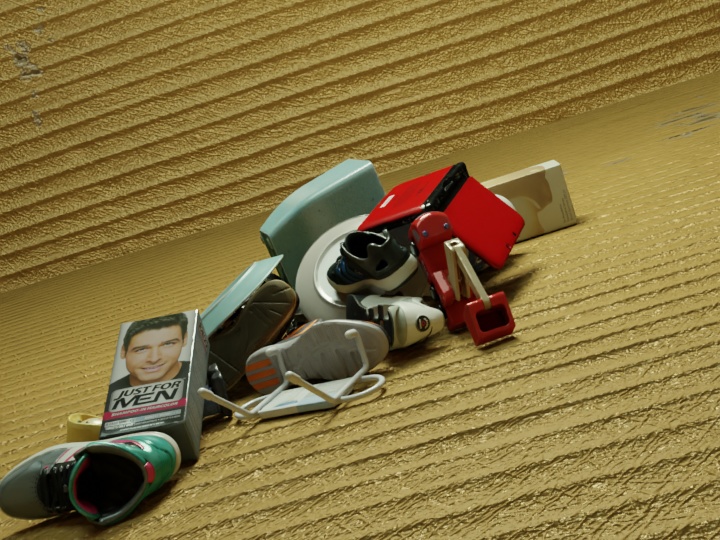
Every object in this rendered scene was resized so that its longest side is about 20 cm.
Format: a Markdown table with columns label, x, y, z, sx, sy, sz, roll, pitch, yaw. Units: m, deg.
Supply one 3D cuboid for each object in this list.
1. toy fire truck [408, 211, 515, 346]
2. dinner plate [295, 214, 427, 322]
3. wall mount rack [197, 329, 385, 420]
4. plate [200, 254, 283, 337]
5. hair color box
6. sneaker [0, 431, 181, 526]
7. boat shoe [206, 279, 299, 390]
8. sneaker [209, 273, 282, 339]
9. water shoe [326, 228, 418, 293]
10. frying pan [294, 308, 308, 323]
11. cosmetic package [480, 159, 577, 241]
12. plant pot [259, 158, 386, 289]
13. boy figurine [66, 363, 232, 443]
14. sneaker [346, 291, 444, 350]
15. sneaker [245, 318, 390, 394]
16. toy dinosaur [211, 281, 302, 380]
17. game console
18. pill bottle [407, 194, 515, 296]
| label | x | y | z | sx | sy | sz | roll | pitch | yaw |
| --- | --- | --- | --- | --- | --- | --- | --- | --- | --- |
| toy fire truck | 0.117 | 0.007 | 1.501 | 0.048 | 0.201 | 0.141 | -19 | -19 | -11 |
| dinner plate | 0.000 | 0.000 | 1.720 | 0.199 | 0.024 | 0.201 | -11 | 54 | 15 |
| wall mount rack | -0.081 | 0.127 | 1.393 | 0.199 | 0.075 | 0.174 | -14 | 11 | 28 |
| plate | -0.181 | 0.044 | 1.663 | 0.200 | 0.026 | 0.200 | -45 | 7 | 7 |
| hair color box | -0.233 | 0.135 | 1.419 | 0.098 | 0.061 | 0.200 | -11 | 35 | 5 |
| sneaker | -0.289 | 0.220 | 1.257 | 0.199 | 0.084 | 0.121 | -16 | 0 | 4 |
| boat shoe | -0.148 | 0.100 | 1.590 | 0.200 | 0.073 | 0.065 | -44 | -24 | 6 |
| sneaker | -0.158 | 0.060 | 1.921 | 0.114 | 0.077 | 0.199 | -9 | 16 | 36 |
| water shoe | 0.005 | -0.021 | 1.621 | 0.071 | 0.079 | 0.200 | -43 | 18 | -24 |
| frying pan | -0.047 | 0.055 | 1.867 | 0.115 | 0.031 | 0.190 | -24 | 14 | -28 |
| cosmetic package | 0.236 | -0.098 | 1.990 | 0.199 | 0.106 | 0.071 | -19 | 10 | 4 |
| plant pot | -0.051 | -0.052 | 2.029 | 0.199 | 0.197 | 0.196 | -25 | 11 | -8 |
| boy figurine | -0.256 | 0.174 | 1.488 | 0.199 | 0.065 | 0.124 | -17 | 16 | -8 |
| sneaker | 0.042 | 0.066 | 1.563 | 0.088 | 0.075 | 0.200 | -7 | 7 | -21 |
| sneaker | -0.041 | 0.089 | 1.527 | 0.199 | 0.078 | 0.112 | -13 | 12 | 28 |
| toy dinosaur | -0.154 | 0.100 | 1.710 | 0.135 | 0.102 | 0.201 | -31 | 43 | 10 |
| game console | 0.113 | -0.061 | 1.701 | 0.172 | 0.119 | 0.200 | -18 | 14 | 24 |
| pill bottle | 0.148 | -0.045 | 1.826 | 0.111 | 0.112 | 0.200 | -9 | 13 | 44 |
